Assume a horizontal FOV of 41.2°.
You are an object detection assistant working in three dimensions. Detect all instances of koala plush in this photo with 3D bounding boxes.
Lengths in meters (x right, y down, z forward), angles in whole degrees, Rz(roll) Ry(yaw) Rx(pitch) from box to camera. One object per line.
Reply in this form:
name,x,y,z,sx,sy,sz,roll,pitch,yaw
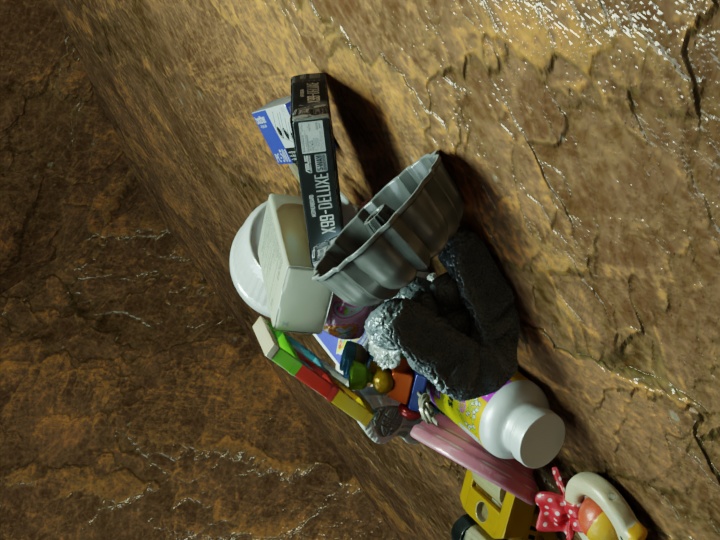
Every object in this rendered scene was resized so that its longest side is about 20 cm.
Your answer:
koala plush,0.088,0.064,1.182,0.184,0.177,0.199,49,164,-16

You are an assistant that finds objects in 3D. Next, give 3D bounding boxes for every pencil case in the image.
pencil case,0.000,0.000,1.303,0.088,0.086,0.202,47,127,30

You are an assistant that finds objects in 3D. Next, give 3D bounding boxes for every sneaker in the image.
sneaker,0.034,0.203,1.429,0.099,0.079,0.199,39,-175,35

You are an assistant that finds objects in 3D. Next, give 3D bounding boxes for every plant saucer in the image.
plant saucer,0.166,0.259,1.350,0.198,0.051,0.201,30,174,4

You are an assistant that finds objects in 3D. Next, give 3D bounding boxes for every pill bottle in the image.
pill bottle,0.175,0.174,1.246,0.199,0.103,0.105,35,155,54

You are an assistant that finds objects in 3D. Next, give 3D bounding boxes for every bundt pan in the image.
bundt pan,0.039,-0.036,1.081,0.076,0.202,0.202,45,168,-10

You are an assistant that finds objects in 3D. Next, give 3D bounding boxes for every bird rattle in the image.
bird rattle,0.307,0.320,1.220,0.165,0.111,0.202,91,157,-48

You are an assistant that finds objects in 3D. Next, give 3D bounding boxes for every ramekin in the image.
ramekin,-0.118,-0.028,1.614,0.201,0.199,0.105,53,155,11

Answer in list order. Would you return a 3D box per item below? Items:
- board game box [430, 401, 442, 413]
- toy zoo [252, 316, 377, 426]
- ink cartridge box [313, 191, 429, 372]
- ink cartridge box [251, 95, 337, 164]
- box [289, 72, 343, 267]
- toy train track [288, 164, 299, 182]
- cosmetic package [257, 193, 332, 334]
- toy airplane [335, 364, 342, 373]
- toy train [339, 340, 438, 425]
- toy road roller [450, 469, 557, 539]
board game box,0.140,0.204,1.437,0.199,0.028,0.135,37,169,-13
toy zoo,-0.053,0.140,1.273,0.199,0.021,0.131,38,-178,-18
ink cartridge box,-0.017,0.015,1.415,0.047,0.199,0.200,4,-143,-47
ink cartridge box,-0.103,-0.213,1.451,0.095,0.044,0.200,62,165,-15
box,-0.054,-0.132,1.235,0.159,0.049,0.203,-97,1,-59
toy train track,-0.062,-0.117,1.558,0.201,0.032,0.116,56,167,33
cosmetic package,-0.091,-0.012,1.327,0.201,0.070,0.107,-109,30,-54
toy airplane,0.025,0.142,1.596,0.200,0.140,0.200,46,-171,-48
toy train,0.035,0.147,1.259,0.200,0.113,0.086,-106,27,-74
toy road roller,0.241,0.382,1.513,0.123,0.143,0.204,33,116,57
